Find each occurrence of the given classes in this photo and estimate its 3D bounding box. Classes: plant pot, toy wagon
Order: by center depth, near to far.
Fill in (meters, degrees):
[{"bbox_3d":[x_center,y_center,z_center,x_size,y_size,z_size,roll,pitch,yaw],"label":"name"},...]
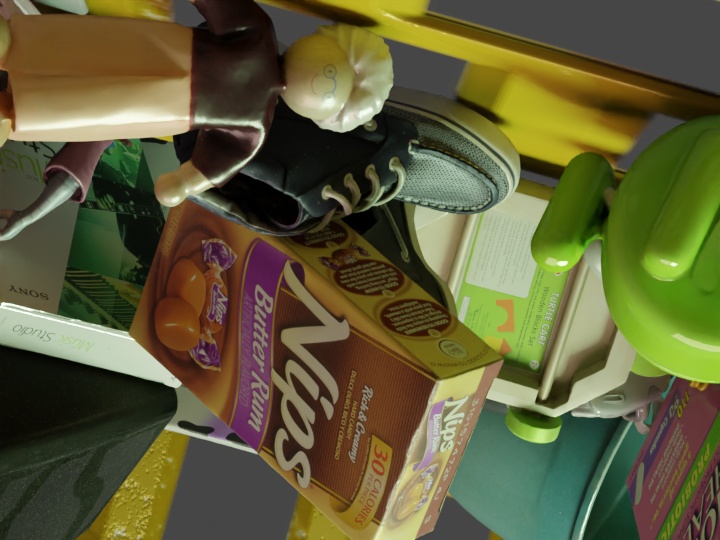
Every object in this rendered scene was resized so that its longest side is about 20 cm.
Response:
[{"bbox_3d":[0.107,0.021,1.554,0.199,0.156,0.040,15,-155,-3],"label":"toy wagon"},{"bbox_3d":[-0.225,0.075,1.559,0.177,0.201,0.200,-8,147,-43],"label":"plant pot"},{"bbox_3d":[0.117,0.083,1.829,0.187,0.201,0.200,28,177,22],"label":"plant pot"}]

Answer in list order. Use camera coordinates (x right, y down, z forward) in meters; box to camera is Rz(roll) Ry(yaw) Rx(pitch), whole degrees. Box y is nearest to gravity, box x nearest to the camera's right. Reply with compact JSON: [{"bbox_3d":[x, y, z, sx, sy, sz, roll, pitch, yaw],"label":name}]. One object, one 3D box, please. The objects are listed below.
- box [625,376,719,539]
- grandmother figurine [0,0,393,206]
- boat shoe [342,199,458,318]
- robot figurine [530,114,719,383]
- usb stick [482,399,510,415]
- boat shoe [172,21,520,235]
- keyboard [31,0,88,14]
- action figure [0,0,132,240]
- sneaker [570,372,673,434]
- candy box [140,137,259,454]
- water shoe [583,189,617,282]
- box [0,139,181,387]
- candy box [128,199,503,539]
[{"bbox_3d":[0.236,0.117,1.547,0.096,0.177,0.200,16,-152,-12],"label":"box"},{"bbox_3d":[-0.082,-0.088,1.309,0.198,0.122,0.061,-4,-149,-13],"label":"grandmother figurine"},{"bbox_3d":[0.000,0.000,1.483,0.062,0.201,0.073,19,136,-39],"label":"boat shoe"},{"bbox_3d":[0.175,-0.008,1.331,0.174,0.116,0.200,24,173,6],"label":"robot figurine"},{"bbox_3d":[0.035,0.054,1.679,0.199,0.033,0.056,9,135,51],"label":"usb stick"},{"bbox_3d":[-0.009,-0.049,1.413,0.199,0.093,0.075,19,141,-19],"label":"boat shoe"},{"bbox_3d":[-0.171,-0.159,1.354,0.056,0.011,0.200,10,171,2],"label":"keyboard"},{"bbox_3d":[-0.176,-0.107,1.445,0.149,0.134,0.199,-41,155,26],"label":"action figure"},{"bbox_3d":[0.120,0.022,1.623,0.199,0.116,0.075,21,170,-30],"label":"sneaker"},{"bbox_3d":[-0.065,0.022,1.648,0.199,0.169,0.071,13,174,22],"label":"candy box"},{"bbox_3d":[0.216,-0.012,1.464,0.199,0.072,0.079,14,150,-15],"label":"water shoe"},{"bbox_3d":[-0.172,-0.034,1.545,0.144,0.201,0.036,16,133,-40],"label":"box"},{"bbox_3d":[-0.027,0.038,1.429,0.200,0.117,0.056,39,-145,29],"label":"candy box"}]
